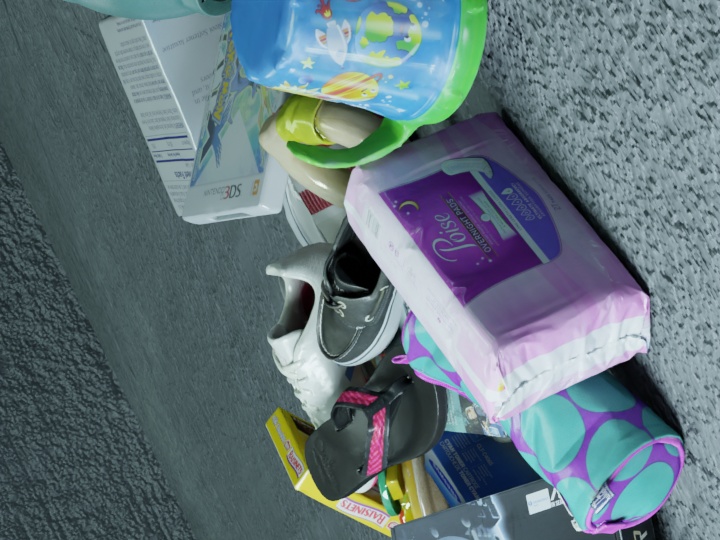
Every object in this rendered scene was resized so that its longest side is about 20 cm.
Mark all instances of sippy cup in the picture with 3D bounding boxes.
[{"bbox_3d":[-0.008,-0.162,1.497,0.139,0.130,0.179,-23,70,60],"label":"sippy cup"}]

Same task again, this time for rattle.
[{"bbox_3d":[0.035,-0.094,1.740,0.199,0.143,0.130,30,141,-12],"label":"rattle"}]

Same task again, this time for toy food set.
[{"bbox_3d":[0.059,0.152,1.879,0.201,0.048,0.199,-84,-21,-46],"label":"toy food set"}]

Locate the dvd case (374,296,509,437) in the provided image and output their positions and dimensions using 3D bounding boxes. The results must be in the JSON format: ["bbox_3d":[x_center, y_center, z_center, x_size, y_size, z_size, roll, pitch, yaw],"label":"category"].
[{"bbox_3d":[0.075,0.047,1.682,0.199,0.022,0.147,0,107,50],"label":"dvd case"}]

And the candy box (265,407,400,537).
[{"bbox_3d":[0.016,0.185,1.955,0.199,0.026,0.102,29,-163,-28],"label":"candy box"}]

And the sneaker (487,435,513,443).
[{"bbox_3d":[0.080,0.054,1.763,0.200,0.076,0.091,24,130,48],"label":"sneaker"}]

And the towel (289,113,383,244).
[{"bbox_3d":[0.005,-0.063,1.830,0.144,0.023,0.201,-24,97,56],"label":"towel"}]

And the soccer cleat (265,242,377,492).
[{"bbox_3d":[-0.034,0.080,1.852,0.070,0.086,0.201,-2,97,53],"label":"soccer cleat"}]

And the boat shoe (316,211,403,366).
[{"bbox_3d":[0.000,0.000,1.688,0.069,0.056,0.200,50,140,24],"label":"boat shoe"}]

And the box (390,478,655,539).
[{"bbox_3d":[0.120,0.233,1.644,0.199,0.043,0.161,-21,71,38],"label":"box"}]

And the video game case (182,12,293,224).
[{"bbox_3d":[-0.083,-0.139,1.844,0.182,0.022,0.201,-5,72,67],"label":"video game case"}]

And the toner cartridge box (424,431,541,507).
[{"bbox_3d":[0.135,0.189,1.729,0.200,0.095,0.043,55,161,31],"label":"toner cartridge box"}]

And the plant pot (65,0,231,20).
[{"bbox_3d":[-0.144,-0.275,1.823,0.134,0.200,0.201,29,151,21],"label":"plant pot"}]

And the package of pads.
[{"bbox_3d":[0.086,-0.004,1.528,0.200,0.120,0.076,54,157,36],"label":"package of pads"}]

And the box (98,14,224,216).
[{"bbox_3d":[-0.134,-0.155,2.105,0.201,0.104,0.184,68,165,-9],"label":"box"}]

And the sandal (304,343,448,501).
[{"bbox_3d":[0.003,0.120,1.748,0.200,0.045,0.075,-46,64,48],"label":"sandal"}]

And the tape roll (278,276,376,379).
[{"bbox_3d":[-0.003,0.075,2.006,0.203,0.037,0.203,57,-172,-13],"label":"tape roll"}]

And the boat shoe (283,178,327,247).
[{"bbox_3d":[-0.032,-0.084,1.921,0.201,0.073,0.065,69,169,-21],"label":"boat shoe"}]

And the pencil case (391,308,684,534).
[{"bbox_3d":[0.117,0.086,1.562,0.200,0.093,0.085,44,-166,29],"label":"pencil case"}]
